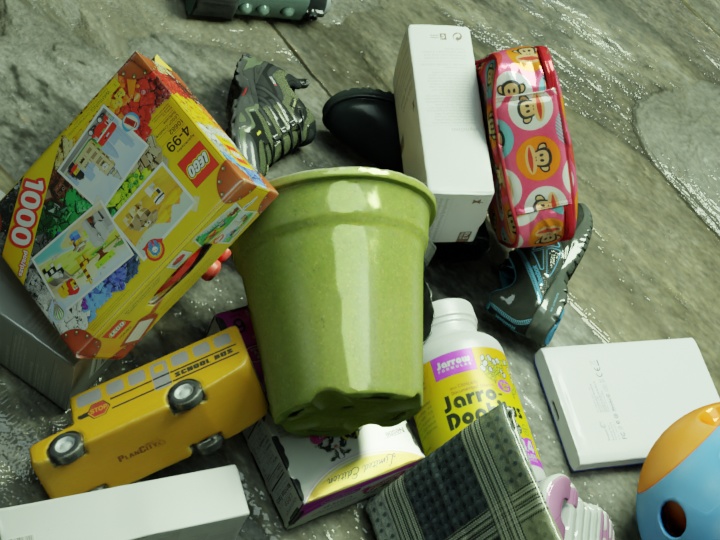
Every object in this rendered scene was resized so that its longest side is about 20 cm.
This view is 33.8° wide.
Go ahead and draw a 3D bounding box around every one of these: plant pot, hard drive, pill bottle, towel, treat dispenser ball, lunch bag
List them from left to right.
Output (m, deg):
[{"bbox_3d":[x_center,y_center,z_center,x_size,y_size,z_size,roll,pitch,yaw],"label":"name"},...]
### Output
[{"bbox_3d":[-0.019,0.039,1.030,0.197,0.201,0.187,1,67,-21],"label":"plant pot"},{"bbox_3d":[0.101,0.131,1.131,0.103,0.105,0.203,-3,58,-23],"label":"pill bottle"},{"bbox_3d":[0.098,0.244,1.002,0.034,0.192,0.202,13,47,-43],"label":"towel"},{"bbox_3d":[0.162,-0.126,1.230,0.080,0.176,0.204,-9,96,-5],"label":"lunch bag"},{"bbox_3d":[0.291,0.139,1.253,0.197,0.025,0.134,-2,58,-23],"label":"hard drive"},{"bbox_3d":[0.359,0.223,1.110,0.197,0.202,0.204,11,53,-15],"label":"treat dispenser ball"}]

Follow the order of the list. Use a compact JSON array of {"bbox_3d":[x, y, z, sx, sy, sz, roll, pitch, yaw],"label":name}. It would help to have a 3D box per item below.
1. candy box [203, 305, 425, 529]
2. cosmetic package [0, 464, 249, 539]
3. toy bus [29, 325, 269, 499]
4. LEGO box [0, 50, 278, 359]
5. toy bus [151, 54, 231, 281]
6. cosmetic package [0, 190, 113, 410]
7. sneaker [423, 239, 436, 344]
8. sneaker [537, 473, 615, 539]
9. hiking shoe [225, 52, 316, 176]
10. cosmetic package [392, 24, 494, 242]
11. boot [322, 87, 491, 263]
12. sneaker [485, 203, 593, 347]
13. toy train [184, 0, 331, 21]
[{"bbox_3d":[-0.046,0.121,1.106,0.135,0.061,0.202,-15,65,-30],"label":"candy box"},{"bbox_3d":[-0.197,0.213,0.969,0.197,0.083,0.051,-6,57,-26],"label":"cosmetic package"},{"bbox_3d":[-0.180,0.126,1.009,0.197,0.066,0.079,-24,38,-6],"label":"toy bus"},{"bbox_3d":[-0.191,-0.050,0.975,0.149,0.200,0.077,48,11,16],"label":"LEGO box"},{"bbox_3d":[-0.200,-0.080,1.148,0.191,0.136,0.201,36,47,-12],"label":"toy bus"},{"bbox_3d":[-0.306,0.017,1.059,0.199,0.091,0.107,34,51,7],"label":"cosmetic package"},{"bbox_3d":[0.001,0.001,1.179,0.198,0.060,0.105,17,75,38],"label":"sneaker"},{"bbox_3d":[0.169,0.242,1.063,0.200,0.087,0.082,49,44,-45],"label":"sneaker"},{"bbox_3d":[-0.094,-0.150,1.264,0.099,0.076,0.203,9,53,-12],"label":"hiking shoe"},{"bbox_3d":[0.082,-0.140,1.217,0.073,0.102,0.203,0,62,-8],"label":"cosmetic package"},{"bbox_3d":[0.050,-0.101,1.287,0.197,0.077,0.170,17,48,-18],"label":"boot"},{"bbox_3d":[0.198,-0.012,1.291,0.081,0.074,0.201,23,47,6],"label":"sneaker"},{"bbox_3d":[-0.125,-0.349,1.392,0.197,0.085,0.116,1,69,-24],"label":"toy train"}]
